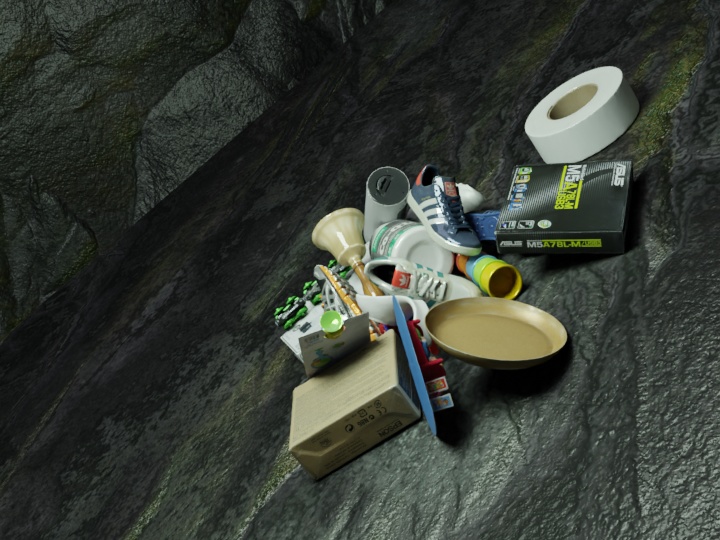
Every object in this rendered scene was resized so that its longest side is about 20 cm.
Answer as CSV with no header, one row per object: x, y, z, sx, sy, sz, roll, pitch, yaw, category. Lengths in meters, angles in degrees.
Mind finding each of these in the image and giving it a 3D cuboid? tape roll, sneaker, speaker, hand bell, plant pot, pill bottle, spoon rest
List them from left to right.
-0.033,0.073,1.771,0.077,0.078,0.201,-41,60,13,sneaker
0.000,0.000,1.810,0.104,0.104,0.201,-34,58,9,hand bell
0.046,-0.113,1.958,0.081,0.081,0.200,-46,-15,-19,speaker
0.060,0.063,1.619,0.200,0.098,0.061,30,104,64,spoon rest
0.083,-0.029,1.826,0.113,0.113,0.200,-41,14,-7,pill bottle
0.093,0.027,1.646,0.198,0.093,0.071,21,97,27,sneaker
0.156,-0.104,1.941,0.199,0.076,0.081,-16,39,56,sneaker
0.143,-0.104,1.715,0.200,0.074,0.085,52,130,43,sneaker
0.186,0.089,1.446,0.197,0.028,0.200,2,22,-1,plant pot
0.247,-0.071,1.728,0.198,0.071,0.077,11,15,42,sneaker
0.399,-0.280,1.886,0.201,0.071,0.203,-33,23,16,tape roll

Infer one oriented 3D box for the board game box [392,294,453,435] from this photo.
0.091,0.126,1.451,0.038,0.202,0.158,-16,-4,-3,board game box

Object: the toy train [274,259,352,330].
-0.078,0.035,1.913,0.200,0.042,0.056,-42,-12,-4,toy train

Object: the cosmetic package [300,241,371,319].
-0.030,0.036,1.970,0.200,0.051,0.082,-42,26,-6,cosmetic package

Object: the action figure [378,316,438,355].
0.082,0.098,1.683,0.065,0.052,0.199,-40,23,-16,action figure

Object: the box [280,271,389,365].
-0.039,0.090,1.869,0.200,0.060,0.117,-42,22,-8,box

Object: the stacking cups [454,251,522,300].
0.195,0.001,1.691,0.060,0.061,0.200,-40,19,-5,stacking cups

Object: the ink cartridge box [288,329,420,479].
-0.009,0.202,1.591,0.199,0.075,0.165,-33,22,16,ink cartridge box

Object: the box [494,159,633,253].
0.319,-0.099,1.612,0.191,0.048,0.201,-2,36,22,box

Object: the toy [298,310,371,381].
-0.042,0.114,1.646,0.114,0.048,0.201,-20,-24,-8,toy
